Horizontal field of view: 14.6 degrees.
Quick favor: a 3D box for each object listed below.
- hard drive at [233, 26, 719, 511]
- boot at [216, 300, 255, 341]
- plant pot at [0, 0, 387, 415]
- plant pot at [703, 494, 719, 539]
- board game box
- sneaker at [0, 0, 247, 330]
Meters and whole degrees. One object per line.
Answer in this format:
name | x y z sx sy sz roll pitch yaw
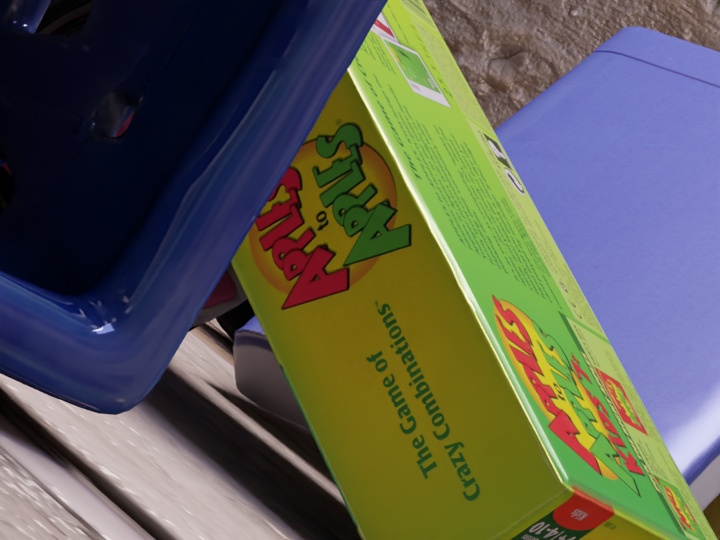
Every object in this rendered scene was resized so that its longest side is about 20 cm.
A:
hard drive | 0.077 -0.001 0.789 0.131 0.026 0.200 22 41 29
boot | 0.000 0.000 0.924 0.131 0.070 0.199 -7 -3 -38
plant pot | -0.104 -0.118 0.513 0.200 0.201 0.179 33 -4 -40
plant pot | 0.148 0.069 0.857 0.199 0.142 0.200 34 2 -2
board game box | 0.009 -0.007 0.667 0.101 0.047 0.201 30 28 -56
sneaker | -0.070 -0.030 0.744 0.074 0.087 0.200 52 18 -24
